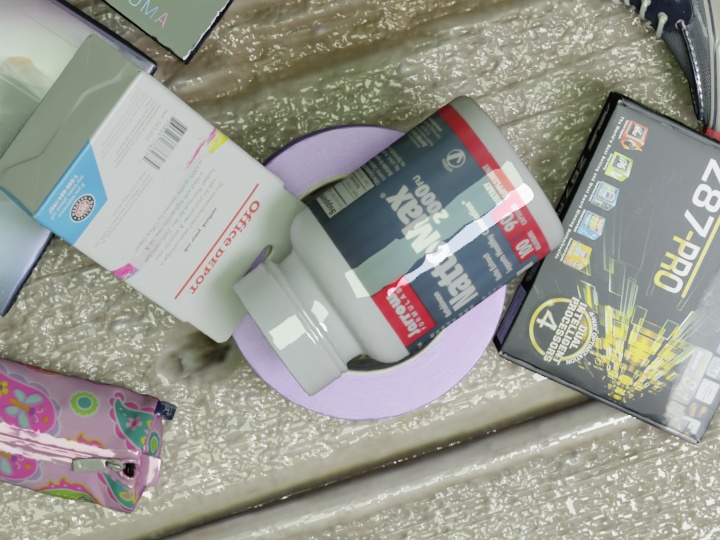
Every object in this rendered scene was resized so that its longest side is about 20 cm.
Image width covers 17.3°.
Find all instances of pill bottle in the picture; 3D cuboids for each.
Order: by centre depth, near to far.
[{"bbox_3d":[0.022,-0.011,1.545,0.199,0.120,0.120,-36,96,0],"label":"pill bottle"}]

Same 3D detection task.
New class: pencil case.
[{"bbox_3d":[-0.232,0.108,1.618,0.198,0.087,0.088,14,93,-4],"label":"pencil case"}]

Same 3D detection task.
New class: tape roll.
[{"bbox_3d":[0.000,0.000,1.636,0.198,0.066,0.202,0,95,-5],"label":"tape roll"}]

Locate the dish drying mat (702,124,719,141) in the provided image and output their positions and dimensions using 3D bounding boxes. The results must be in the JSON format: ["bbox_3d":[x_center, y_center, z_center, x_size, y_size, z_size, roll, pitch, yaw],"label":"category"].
[{"bbox_3d":[0.332,-0.055,1.680,0.198,0.018,0.077,17,92,-6],"label":"dish drying mat"}]

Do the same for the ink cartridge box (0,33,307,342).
[{"bbox_3d":[-0.131,-0.049,1.534,0.115,0.068,0.200,-53,136,-1],"label":"ink cartridge box"}]

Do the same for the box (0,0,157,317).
[{"bbox_3d":[-0.269,-0.108,1.580,0.199,0.123,0.199,32,90,-7],"label":"box"}]

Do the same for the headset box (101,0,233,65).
[{"bbox_3d":[-0.127,-0.270,1.591,0.174,0.093,0.201,37,90,-7],"label":"headset box"}]

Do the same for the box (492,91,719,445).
[{"bbox_3d":[0.205,-0.001,1.651,0.160,0.049,0.201,25,99,-8],"label":"box"}]

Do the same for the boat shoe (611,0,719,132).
[{"bbox_3d":[0.205,-0.191,1.637,0.092,0.075,0.202,-9,86,1],"label":"boat shoe"}]
